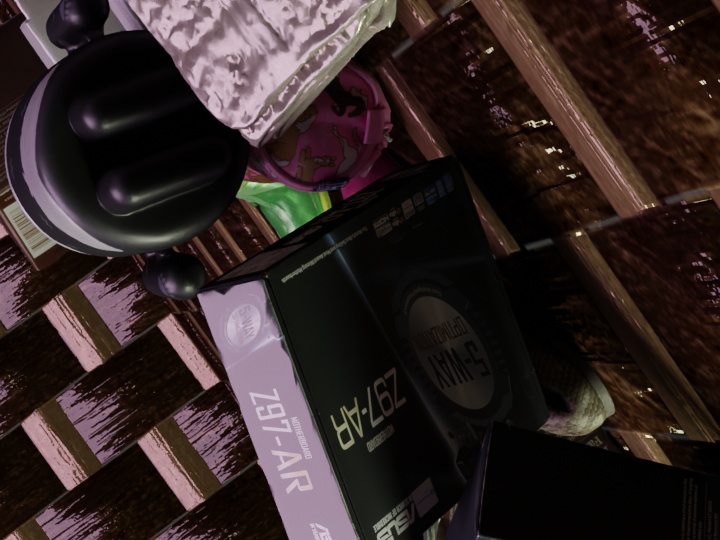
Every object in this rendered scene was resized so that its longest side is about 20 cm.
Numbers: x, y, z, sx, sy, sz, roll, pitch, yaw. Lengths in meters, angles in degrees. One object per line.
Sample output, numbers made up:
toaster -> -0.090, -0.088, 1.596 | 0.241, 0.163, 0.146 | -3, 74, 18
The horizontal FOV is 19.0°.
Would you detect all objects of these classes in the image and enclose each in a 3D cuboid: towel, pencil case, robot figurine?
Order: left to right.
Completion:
robot figurine -> -0.132, -0.070, 1.215 | 0.125, 0.150, 0.200 | 19, 173, -16
towel -> -0.073, -0.172, 1.080 | 0.200, 0.034, 0.133 | 54, 129, 8
pencil case -> -0.045, -0.089, 1.289 | 0.087, 0.083, 0.200 | 56, 170, -12

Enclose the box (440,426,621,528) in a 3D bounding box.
box -> 0.132, 0.168, 1.268 | 0.200, 0.100, 0.075 | 50, 164, 19

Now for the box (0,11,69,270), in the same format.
box -> -0.371, -0.146, 2.422 | 0.200, 0.164, 0.166 | 49, 170, 29

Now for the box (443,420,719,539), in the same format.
box -> 0.105, 0.180, 1.096 | 0.141, 0.079, 0.200 | 15, 136, -1

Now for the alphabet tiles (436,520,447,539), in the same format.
alphabet tiles -> 0.110, 0.195, 1.337 | 0.196, 0.015, 0.200 | 34, -150, -11

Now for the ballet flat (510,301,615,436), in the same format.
ballet flat -> 0.079, 0.046, 1.268 | 0.200, 0.046, 0.067 | 42, 164, 52

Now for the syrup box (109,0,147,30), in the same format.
syrup box -> -0.096, -0.174, 1.239 | 0.079, 0.081, 0.200 | 55, 171, 5

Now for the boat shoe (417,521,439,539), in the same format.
boat shoe -> 0.003, 0.113, 1.194 | 0.200, 0.070, 0.066 | 72, -169, -50

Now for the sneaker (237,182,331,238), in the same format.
sneaker -> -0.089, -0.083, 1.517 | 0.200, 0.084, 0.074 | 57, 170, -20

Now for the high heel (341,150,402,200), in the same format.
high heel -> 0.000, 0.000, 1.271 | 0.067, 0.096, 0.200 | 83, 164, -51

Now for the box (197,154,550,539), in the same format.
box -> 0.012, 0.046, 1.108 | 0.044, 0.200, 0.160 | -13, 101, 35

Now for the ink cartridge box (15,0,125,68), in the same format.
ink cartridge box -> -0.141, -0.145, 1.413 | 0.200, 0.116, 0.067 | 56, 171, -8
